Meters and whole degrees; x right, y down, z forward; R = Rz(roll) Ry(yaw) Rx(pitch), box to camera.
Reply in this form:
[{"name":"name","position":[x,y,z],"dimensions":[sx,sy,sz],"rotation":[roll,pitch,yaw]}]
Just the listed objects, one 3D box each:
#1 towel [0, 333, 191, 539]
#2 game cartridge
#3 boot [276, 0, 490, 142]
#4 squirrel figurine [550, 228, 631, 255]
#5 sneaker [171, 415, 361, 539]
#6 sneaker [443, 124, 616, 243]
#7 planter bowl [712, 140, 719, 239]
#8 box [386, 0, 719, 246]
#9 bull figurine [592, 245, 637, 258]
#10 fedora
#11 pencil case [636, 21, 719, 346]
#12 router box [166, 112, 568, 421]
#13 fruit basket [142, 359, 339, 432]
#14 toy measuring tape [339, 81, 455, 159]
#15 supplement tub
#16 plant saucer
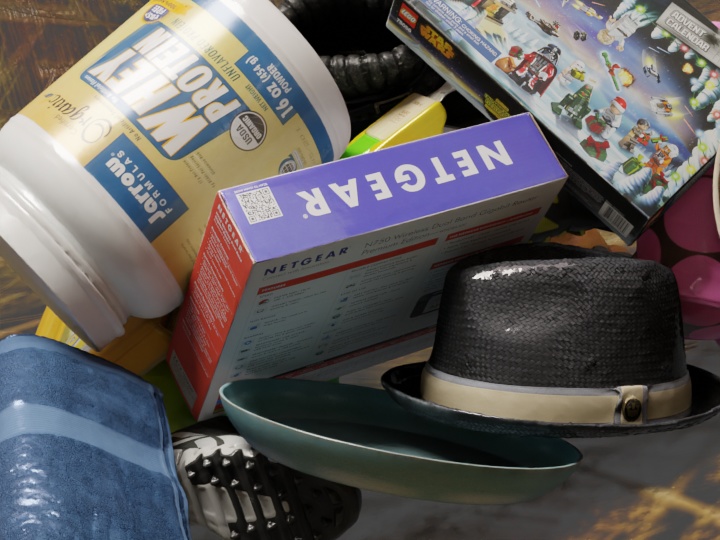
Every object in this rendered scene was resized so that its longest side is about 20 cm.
[{"name":"towel","position":[-0.141,0.109,0.811],"dimensions":[0.049,0.112,0.200],"rotation":[-51,31,20]},{"name":"game cartridge","position":[-0.168,0.022,1.056],"dimensions":[0.200,0.032,0.176],"rotation":[-34,30,37]},{"name":"boot","position":[0.044,-0.148,1.025],"dimensions":[0.211,0.080,0.158],"rotation":[-23,-19,-8]},{"name":"squirrel figurine","position":[0.101,-0.050,1.139],"dimensions":[0.141,0.187,0.200],"rotation":[-9,15,22]},{"name":"sneaker","position":[-0.069,0.117,0.908],"dimensions":[0.200,0.067,0.090],"rotation":[-7,18,40]},{"name":"sneaker","position":[0.104,-0.039,1.041],"dimensions":[0.200,0.085,0.074],"rotation":[12,-4,-5]},{"name":"planter bowl","position":[0.306,-0.032,0.898],"dimensions":[0.200,0.201,0.135],"rotation":[-13,-14,11]},{"name":"box","position":[0.134,-0.128,0.930],"dimensions":[0.137,0.200,0.040],"rotation":[-42,-11,-25]},{"name":"bull figurine","position":[0.257,-0.011,1.065],"dimensions":[0.200,0.065,0.121],"rotation":[-6,23,29]},{"name":"fedora","position":[0.112,0.033,0.886],"dimensions":[0.200,0.092,0.201],"rotation":[2,7,0]},{"name":"pencil case","position":[0.219,-0.054,0.990],"dimensions":[0.094,0.200,0.091],"rotation":[22,-22,-33]},{"name":"router box","position":[0.000,0.000,0.904],"dimensions":[0.200,0.049,0.180],"rotation":[-16,-26,-26]},{"name":"fruit basket","position":[-0.117,0.050,1.097],"dimensions":[0.215,0.156,0.216],"rotation":[1,17,0]},{"name":"toy measuring tape","position":[0.051,-0.077,0.972],"dimensions":[0.200,0.074,0.074],"rotation":[-38,17,-8]},{"name":"supplement tub","position":[-0.120,-0.064,0.910],"dimensions":[0.200,0.145,0.145],"rotation":[-44,21,-13]},{"name":"plant saucer","position":[0.020,0.093,0.849],"dimensions":[0.200,0.027,0.200],"rotation":[10,5,-1]}]
